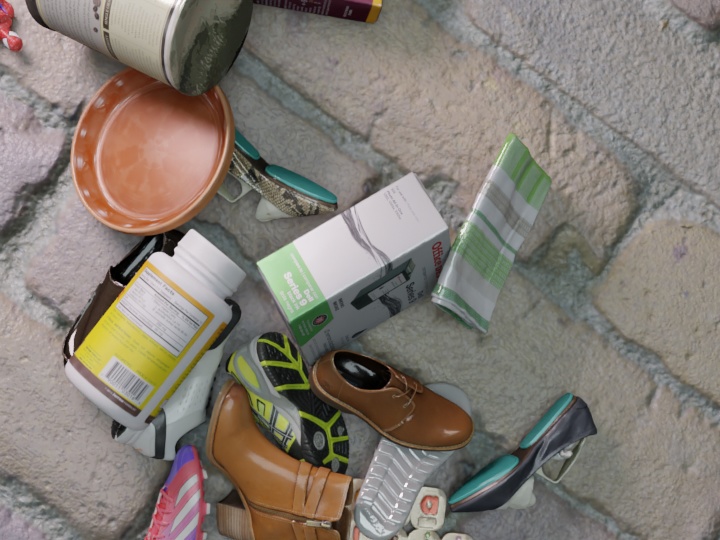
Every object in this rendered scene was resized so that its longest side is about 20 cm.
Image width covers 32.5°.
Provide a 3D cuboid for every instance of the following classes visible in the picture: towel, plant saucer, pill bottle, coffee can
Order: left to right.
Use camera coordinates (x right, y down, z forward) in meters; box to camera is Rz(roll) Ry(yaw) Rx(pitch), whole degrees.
[{"bbox_3d":[-0.235,-0.291,1.310,0.198,0.146,0.148,27,85,20],"label":"coffee can"},{"bbox_3d":[-0.227,-0.135,1.361,0.198,0.032,0.203,-6,73,19],"label":"plant saucer"},{"bbox_3d":[-0.210,0.059,1.294,0.109,0.109,0.201,39,85,-3],"label":"pill bottle"},{"bbox_3d":[0.151,-0.036,1.377,0.030,0.149,0.202,24,86,27],"label":"towel"}]

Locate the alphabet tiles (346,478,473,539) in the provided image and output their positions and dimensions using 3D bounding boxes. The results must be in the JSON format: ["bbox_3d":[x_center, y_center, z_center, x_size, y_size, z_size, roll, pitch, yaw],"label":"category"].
[{"bbox_3d":[0.029,0.341,1.413,0.197,0.015,0.199,7,90,-5],"label":"alphabet tiles"}]

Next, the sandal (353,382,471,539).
[{"bbox_3d":[0.051,0.213,1.400,0.082,0.050,0.203,35,68,5],"label":"sandal"}]

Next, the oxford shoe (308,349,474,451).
[{"bbox_3d":[0.042,0.143,1.357,0.198,0.071,0.072,23,60,-11],"label":"oxford shoe"}]

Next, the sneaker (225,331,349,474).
[{"bbox_3d":[-0.079,0.161,1.389,0.076,0.075,0.202,-17,105,37],"label":"sneaker"}]

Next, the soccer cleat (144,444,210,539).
[{"bbox_3d":[-0.209,0.292,1.357,0.075,0.067,0.203,2,100,-15],"label":"soccer cleat"}]

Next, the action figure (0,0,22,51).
[{"bbox_3d":[-0.450,-0.316,1.351,0.200,0.099,0.065,43,86,-5],"label":"action figure"}]

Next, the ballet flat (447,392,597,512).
[{"bbox_3d":[0.192,0.226,1.408,0.199,0.073,0.073,-40,92,-8],"label":"ballet flat"}]

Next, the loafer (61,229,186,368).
[{"bbox_3d":[-0.267,0.028,1.358,0.073,0.071,0.201,29,78,25],"label":"loafer"}]

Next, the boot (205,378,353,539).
[{"bbox_3d":[-0.083,0.215,1.339,0.153,0.074,0.203,6,116,20],"label":"boot"}]

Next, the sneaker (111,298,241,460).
[{"bbox_3d":[-0.193,0.122,1.381,0.080,0.074,0.201,38,86,-24],"label":"sneaker"}]

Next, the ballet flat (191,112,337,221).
[{"bbox_3d":[-0.121,-0.104,1.396,0.199,0.068,0.076,34,107,2],"label":"ballet flat"}]

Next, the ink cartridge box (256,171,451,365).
[{"bbox_3d":[0.000,0.000,1.348,0.198,0.146,0.085,-30,67,-5],"label":"ink cartridge box"}]

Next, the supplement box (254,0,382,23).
[{"bbox_3d":[-0.068,-0.357,1.392,0.197,0.086,0.112,8,88,-5],"label":"supplement box"}]
